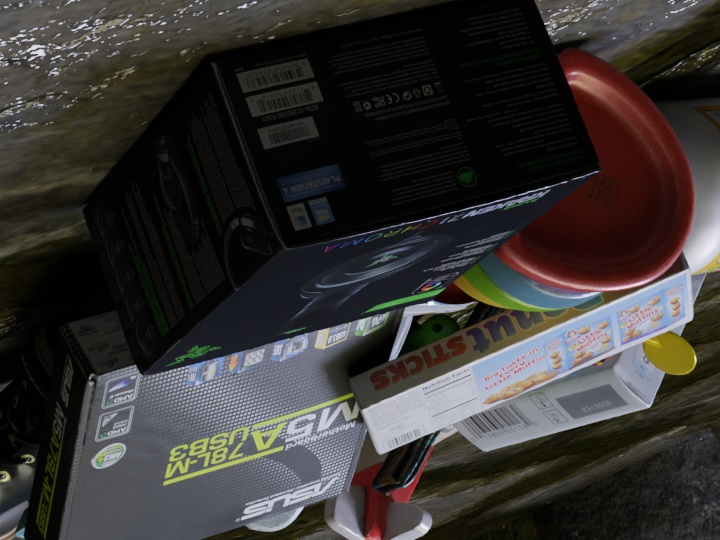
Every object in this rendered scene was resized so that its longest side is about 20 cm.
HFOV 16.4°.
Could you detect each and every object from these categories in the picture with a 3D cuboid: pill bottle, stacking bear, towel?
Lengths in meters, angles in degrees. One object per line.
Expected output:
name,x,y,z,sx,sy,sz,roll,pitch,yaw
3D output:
pill bottle,0.199,-0.050,1.480,0.104,0.105,0.200,-30,166,39
stacking bear,0.081,-0.029,1.353,0.113,0.122,0.200,27,161,-21
towel,0.070,0.058,1.642,0.200,0.022,0.147,-59,179,-8

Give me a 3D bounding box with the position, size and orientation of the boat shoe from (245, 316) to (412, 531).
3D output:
boat shoe,-0.033,0.065,1.554,0.200,0.072,0.062,-60,-158,7

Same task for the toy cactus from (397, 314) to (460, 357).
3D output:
toy cactus,-0.020,0.056,1.669,0.200,0.102,0.165,-33,-175,23

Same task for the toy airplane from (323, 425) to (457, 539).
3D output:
toy airplane,0.004,0.121,1.838,0.200,0.141,0.199,-42,-161,-9

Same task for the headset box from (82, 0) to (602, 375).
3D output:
headset box,-0.017,-0.035,1.177,0.174,0.093,0.200,-14,168,-30

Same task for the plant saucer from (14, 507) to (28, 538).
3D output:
plant saucer,-0.119,0.114,1.508,0.200,0.019,0.070,-34,146,25

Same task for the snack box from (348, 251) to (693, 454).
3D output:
snack box,0.093,0.044,1.410,0.199,0.024,0.072,-23,153,-2

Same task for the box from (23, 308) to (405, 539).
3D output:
box,-0.082,0.080,1.392,0.199,0.048,0.194,-15,142,-27

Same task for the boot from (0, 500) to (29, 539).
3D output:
boot,-0.198,0.107,1.602,0.200,0.078,0.138,-29,173,-41

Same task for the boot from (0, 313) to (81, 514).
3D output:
boot,-0.202,0.099,1.458,0.153,0.074,0.204,-34,172,2

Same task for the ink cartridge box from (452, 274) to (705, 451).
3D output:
ink cartridge box,0.158,0.022,1.700,0.160,0.047,0.200,-21,-146,46

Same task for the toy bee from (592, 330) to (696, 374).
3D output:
toy bee,0.161,0.016,1.558,0.200,0.131,0.109,-17,151,-53

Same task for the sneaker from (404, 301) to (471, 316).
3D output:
sneaker,0.000,0.000,1.461,0.199,0.072,0.073,-14,151,-31
